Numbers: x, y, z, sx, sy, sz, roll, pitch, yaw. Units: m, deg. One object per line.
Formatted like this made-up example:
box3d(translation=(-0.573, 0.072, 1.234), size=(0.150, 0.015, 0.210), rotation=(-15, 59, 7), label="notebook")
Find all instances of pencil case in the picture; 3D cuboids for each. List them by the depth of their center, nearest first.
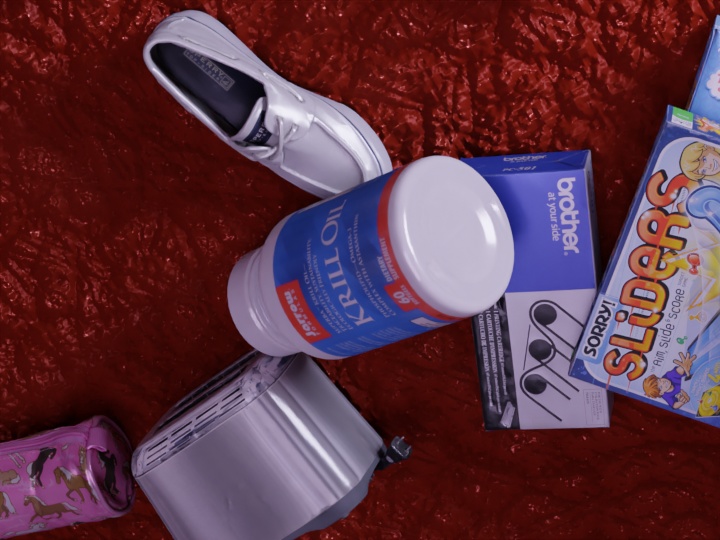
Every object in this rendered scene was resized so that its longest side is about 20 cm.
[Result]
box3d(translation=(-0.276, 0.170, 1.463), size=(0.200, 0.087, 0.083), rotation=(-12, 78, 18), label="pencil case")

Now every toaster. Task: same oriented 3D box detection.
box3d(translation=(-0.075, 0.139, 1.380), size=(0.200, 0.114, 0.129), rotation=(-34, 99, 27), label="toaster")

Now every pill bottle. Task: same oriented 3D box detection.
box3d(translation=(0.000, 0.000, 1.277), size=(0.200, 0.112, 0.112), rotation=(-22, 107, 45), label="pill bottle")

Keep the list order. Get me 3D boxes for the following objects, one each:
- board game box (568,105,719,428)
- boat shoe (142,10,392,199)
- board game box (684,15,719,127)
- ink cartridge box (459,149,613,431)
box3d(translation=(0.236, 0.003, 1.241), size=(0.135, 0.034, 0.200), rotation=(18, 116, 3), label="board game box")
box3d(translation=(-0.070, -0.104, 1.297), size=(0.200, 0.065, 0.074), rotation=(32, 116, -2), label="boat shoe")
box3d(translation=(0.282, -0.056, 1.246), size=(0.151, 0.037, 0.200), rotation=(18, 117, 6), label="board game box")
box3d(translation=(0.125, 0.017, 1.313), size=(0.094, 0.044, 0.200), rotation=(-3, 112, 13), label="ink cartridge box")
